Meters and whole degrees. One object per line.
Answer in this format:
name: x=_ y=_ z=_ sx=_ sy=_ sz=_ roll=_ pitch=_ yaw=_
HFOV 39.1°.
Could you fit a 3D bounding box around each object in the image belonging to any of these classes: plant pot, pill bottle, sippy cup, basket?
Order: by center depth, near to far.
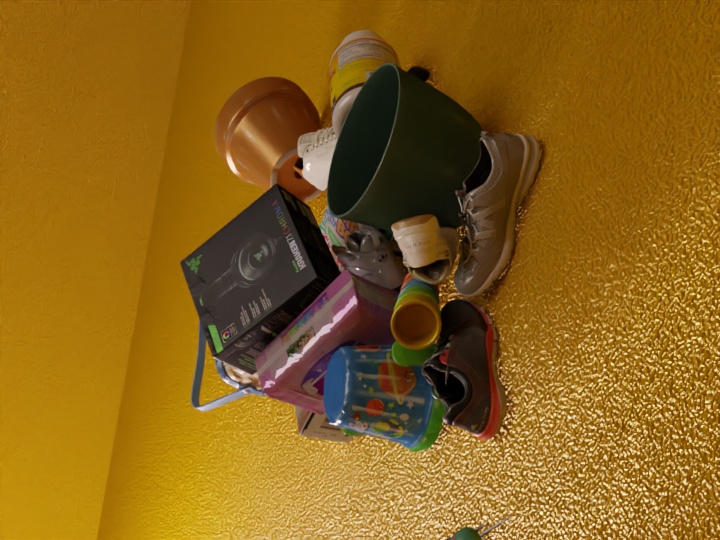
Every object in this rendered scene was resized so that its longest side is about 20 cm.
sippy cup: x=0.026 y=0.151 z=1.271 sx=0.140 sy=0.129 sz=0.180 roll=-125 pitch=47 yaw=-64
plant pot: x=0.070 y=-0.137 z=1.285 sx=0.201 sy=0.159 sz=0.202 roll=-53 pitch=27 yaw=41
pill bottle: x=0.009 y=-0.267 z=1.479 sx=0.201 sy=0.108 sz=0.110 roll=-94 pitch=27 yaw=-49
basket: x=-0.172 y=0.109 z=1.512 sx=0.198 sy=0.139 sz=0.179 roll=-15 pitch=59 yaw=30
plant pot: x=-0.142 y=-0.220 z=1.846 sx=0.184 sy=0.198 sz=0.202 roll=51 pitch=126 yaw=43

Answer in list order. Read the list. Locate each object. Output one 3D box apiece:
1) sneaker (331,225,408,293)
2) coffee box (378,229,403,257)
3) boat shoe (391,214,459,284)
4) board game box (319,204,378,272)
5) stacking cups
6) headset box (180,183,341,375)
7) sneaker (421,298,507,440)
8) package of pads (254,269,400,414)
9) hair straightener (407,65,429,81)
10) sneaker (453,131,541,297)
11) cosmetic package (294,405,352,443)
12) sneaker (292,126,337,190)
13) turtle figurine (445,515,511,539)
sneaker: x=0.000 y=0.000 z=1.439 sx=0.116 sy=0.075 sz=0.199 roll=62 pitch=154 yaw=-10
coffee box: x=0.068 y=-0.133 z=1.453 sx=0.123 sy=0.043 sz=0.202 roll=-120 pitch=47 yaw=-60
boat shoe: x=0.082 y=-0.016 z=1.232 sx=0.200 sy=0.070 sz=0.070 roll=18 pitch=-121 yaw=-72
board game box: x=-0.019 y=-0.063 z=1.510 sx=0.096 sy=0.030 sz=0.201 roll=61 pitch=152 yaw=20
stacking cups: x=0.072 y=0.032 z=1.254 sx=0.200 sy=0.060 sz=0.061 roll=-75 pitch=6 yaw=-71
headset box: x=-0.137 y=0.017 z=1.387 sx=0.199 sy=0.093 sz=0.175 roll=-36 pitch=54 yaw=16
sneaker: x=0.110 y=0.101 z=1.170 sx=0.201 sy=0.081 sz=0.078 roll=-102 pitch=33 yaw=-50
package of pads: x=-0.033 y=0.095 z=1.331 sx=0.200 sy=0.120 sz=0.076 roll=-44 pitch=43 yaw=23
hair straightener: x=0.053 y=-0.260 z=1.580 sx=0.200 sy=0.040 sz=0.078 roll=134 pitch=143 yaw=-59
sneaker: x=0.140 y=-0.070 z=1.194 sx=0.075 sy=0.081 sz=0.203 roll=-145 pitch=69 yaw=-66
cosmetic package: x=-0.049 y=0.145 z=1.523 sx=0.201 sy=0.086 sz=0.104 roll=-104 pitch=33 yaw=-48
sneaker: x=-0.058 y=-0.205 z=1.671 sx=0.200 sy=0.084 sz=0.073 roll=-48 pitch=16 yaw=52
turtle figurine: x=0.106 y=0.328 z=1.047 sx=0.150 sy=0.099 sz=0.202 roll=-119 pitch=41 yaw=-59
